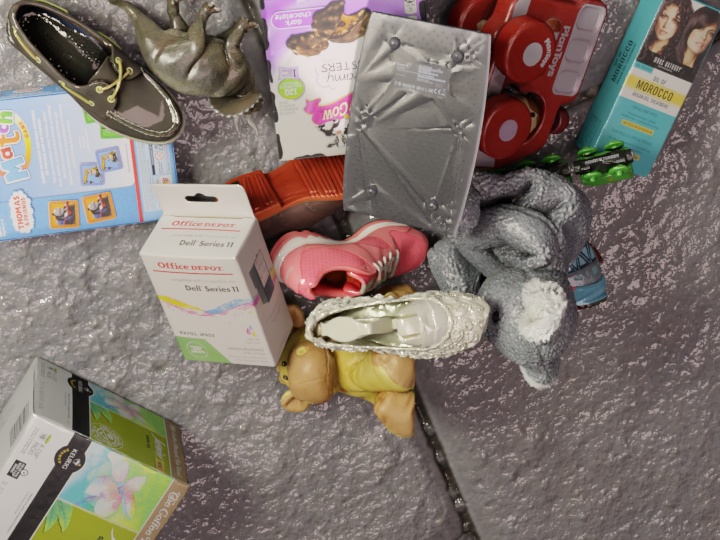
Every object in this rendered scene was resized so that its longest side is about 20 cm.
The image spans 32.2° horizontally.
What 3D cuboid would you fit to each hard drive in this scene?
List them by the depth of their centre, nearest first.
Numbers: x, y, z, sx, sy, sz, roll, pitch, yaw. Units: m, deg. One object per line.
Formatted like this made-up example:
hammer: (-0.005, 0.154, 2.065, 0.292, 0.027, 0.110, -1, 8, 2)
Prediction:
hard drive: (0.057, -0.146, 1.233, 0.134, 0.042, 0.202, 13, 109, 14)

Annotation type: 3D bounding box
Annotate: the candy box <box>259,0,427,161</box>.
candy box: (-0.013, -0.224, 1.281, 0.166, 0.072, 0.202, -6, 114, 0)

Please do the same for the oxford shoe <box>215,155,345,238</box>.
oxford shoe: (-0.061, -0.081, 1.361, 0.198, 0.072, 0.073, -14, 146, -12)

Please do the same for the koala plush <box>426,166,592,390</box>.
koala plush: (0.174, 0.013, 1.316, 0.182, 0.202, 0.178, -10, 148, -1)

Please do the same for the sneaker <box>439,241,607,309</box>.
sneaker: (0.184, 0.005, 1.456, 0.198, 0.079, 0.097, -6, 87, -5)

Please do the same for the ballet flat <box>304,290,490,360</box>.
ballet flat: (0.032, 0.059, 1.267, 0.198, 0.072, 0.072, -5, 119, 23)

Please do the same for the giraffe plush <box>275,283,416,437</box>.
giraffe plush: (-0.018, 0.101, 1.401, 0.160, 0.200, 0.175, 1, 79, 2)

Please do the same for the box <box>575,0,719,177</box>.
box: (0.323, -0.212, 1.395, 0.082, 0.049, 0.202, 16, 109, -20)

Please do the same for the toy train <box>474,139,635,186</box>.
toy train: (0.207, -0.102, 1.386, 0.198, 0.056, 0.042, -12, 73, 16)

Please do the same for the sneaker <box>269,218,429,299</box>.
sneaker: (0.000, 0.000, 1.369, 0.198, 0.087, 0.074, -9, 126, -30)

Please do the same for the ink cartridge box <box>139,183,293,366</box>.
ink cartridge box: (-0.155, 0.006, 1.312, 0.116, 0.068, 0.201, 2, 133, 21)

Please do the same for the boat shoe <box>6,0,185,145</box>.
boat shoe: (-0.259, -0.192, 1.223, 0.200, 0.061, 0.072, 34, 83, -9)

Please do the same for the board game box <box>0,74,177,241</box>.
board game box: (-0.292, -0.116, 1.292, 0.198, 0.037, 0.153, -8, 115, -12)

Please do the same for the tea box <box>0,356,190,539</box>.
tea box: (-0.325, 0.243, 1.388, 0.196, 0.134, 0.201, 28, 104, -24)

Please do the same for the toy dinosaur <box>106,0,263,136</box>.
toy dinosaur: (-0.163, -0.215, 1.254, 0.199, 0.077, 0.103, 21, 90, -30)

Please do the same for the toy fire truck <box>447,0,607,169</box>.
toy fire truck: (0.176, -0.203, 1.340, 0.167, 0.112, 0.202, 1, 115, -34)
